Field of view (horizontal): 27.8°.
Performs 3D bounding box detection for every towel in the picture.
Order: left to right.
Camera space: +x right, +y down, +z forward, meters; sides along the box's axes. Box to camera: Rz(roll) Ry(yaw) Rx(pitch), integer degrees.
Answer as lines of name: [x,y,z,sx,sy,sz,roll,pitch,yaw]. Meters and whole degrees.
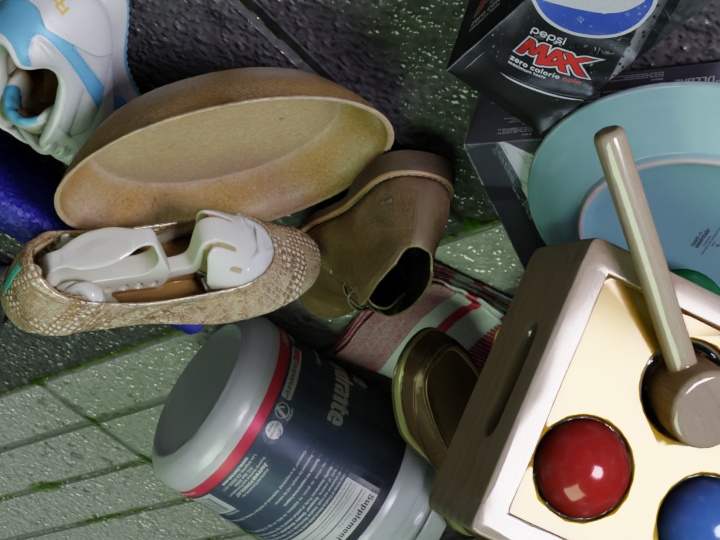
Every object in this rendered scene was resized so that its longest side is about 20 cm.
towel: [-0.191,-0.034,0.953,0.200,0.050,0.148,31,179,-21]
towel: [0.092,0.068,1.030,0.199,0.023,0.144,25,145,-10]

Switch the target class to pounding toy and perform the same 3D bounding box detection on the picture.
pounding toy: [0.143,0.061,0.741,0.183,0.201,0.142,25,174,-8]

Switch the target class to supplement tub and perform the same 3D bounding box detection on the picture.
supplement tub: [-0.040,0.137,1.080,0.200,0.141,0.140,33,143,-21]

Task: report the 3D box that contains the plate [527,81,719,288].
plate: [0.184,-0.022,0.774,0.199,0.026,0.201,13,144,10]

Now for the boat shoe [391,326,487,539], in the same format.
boat shoe: [0.080,0.118,1.000,0.067,0.072,0.201,20,146,40]

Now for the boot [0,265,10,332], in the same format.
boot: [-0.348,0.037,1.156,0.130,0.068,0.200,23,147,-16]

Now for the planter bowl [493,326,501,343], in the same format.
planter bowl: [0.162,0.117,0.931,0.200,0.084,0.201,24,160,9]

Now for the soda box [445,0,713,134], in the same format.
soda box: [0.125,-0.147,0.677,0.063,0.071,0.200,31,143,-16]

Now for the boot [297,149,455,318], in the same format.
boot: [0.000,0.000,0.925,0.073,0.076,0.200,11,155,-17]

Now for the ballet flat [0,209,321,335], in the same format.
ballet flat: [-0.112,-0.003,0.865,0.199,0.071,0.065,-12,153,-21]

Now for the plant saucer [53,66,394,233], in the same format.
plant saucer: [-0.081,-0.070,0.843,0.199,0.036,0.200,-13,165,-4]

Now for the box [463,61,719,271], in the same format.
box: [0.178,-0.042,0.815,0.199,0.050,0.158,-2,141,28]

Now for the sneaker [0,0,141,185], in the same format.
sneaker: [-0.175,-0.098,0.855,0.076,0.081,0.200,29,152,20]
